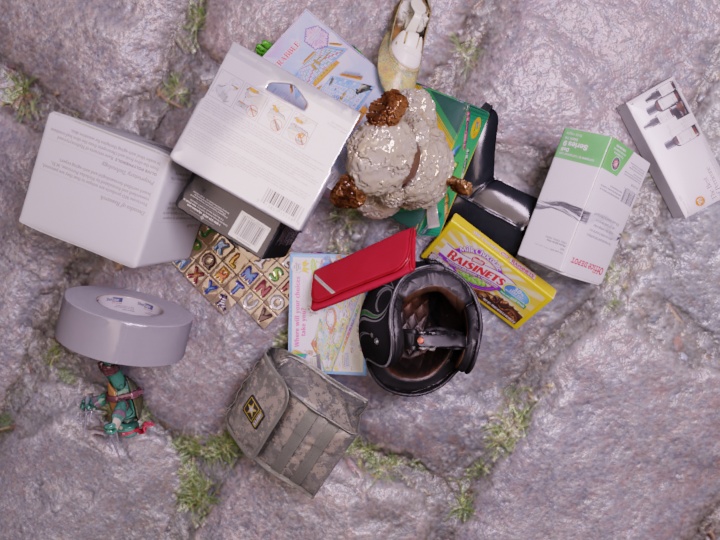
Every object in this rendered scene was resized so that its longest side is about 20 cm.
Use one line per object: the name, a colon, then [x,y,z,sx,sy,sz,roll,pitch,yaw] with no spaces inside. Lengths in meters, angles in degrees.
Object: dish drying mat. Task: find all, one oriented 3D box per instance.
dish drying mat: [0.000,0.000,0.969,0.199,0.077,0.018,-24,137,36]

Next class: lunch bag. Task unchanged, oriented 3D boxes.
lunch bag: [-0.113,0.238,1.043,0.199,0.118,0.165,32,114,0]

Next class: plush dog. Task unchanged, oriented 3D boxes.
plush dog: [0.048,-0.144,0.870,0.160,0.171,0.201,38,113,37]

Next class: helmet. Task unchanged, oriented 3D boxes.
helmet: [0.086,0.089,0.991,0.198,0.191,0.202,3,75,-13]

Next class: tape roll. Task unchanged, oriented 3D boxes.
tape roll: [-0.371,0.085,1.020,0.198,0.200,0.067,16,96,3]

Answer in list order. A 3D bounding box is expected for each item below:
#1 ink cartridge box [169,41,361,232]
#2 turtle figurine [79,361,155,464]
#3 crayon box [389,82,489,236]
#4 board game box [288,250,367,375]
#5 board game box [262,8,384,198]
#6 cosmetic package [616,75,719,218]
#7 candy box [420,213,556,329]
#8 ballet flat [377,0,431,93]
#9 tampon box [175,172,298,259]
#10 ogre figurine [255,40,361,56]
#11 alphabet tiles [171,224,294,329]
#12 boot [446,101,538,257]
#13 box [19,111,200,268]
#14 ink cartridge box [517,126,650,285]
ink cartridge box: [-0.124,-0.174,0.855,0.199,0.044,0.175,29,90,1]
turtle figurine: [-0.421,0.217,1.094,0.149,0.100,0.202,-8,95,46]
crayon box: [0.100,-0.168,0.982,0.119,0.058,0.201,36,112,40]
board game box: [-0.052,0.070,1.072,0.133,0.034,0.202,2,98,3]
board game box: [-0.063,-0.244,0.940,0.199,0.041,0.200,39,72,-4]
cosmetic package: [0.485,-0.188,0.998,0.082,0.051,0.201,-29,93,8]
candy box: [0.201,0.004,1.027,0.199,0.026,0.102,37,135,0]
ballet flat: [0.069,-0.344,0.957,0.070,0.071,0.201,10,59,3]
tampon box: [-0.162,-0.108,0.979,0.149,0.200,0.127,32,92,1]
ogre figurine: [-0.098,-0.291,1.016,0.198,0.098,0.121,1,79,-12]
alphabet tiles: [-0.200,-0.005,1.094,0.200,0.008,0.167,45,97,-1]
boot: [0.217,-0.137,1.010,0.167,0.076,0.201,26,104,5]
box: [-0.362,-0.121,0.997,0.198,0.199,0.173,20,97,5]
ink cartridge box: [0.334,-0.092,0.966,0.084,0.145,0.202,27,100,43]
